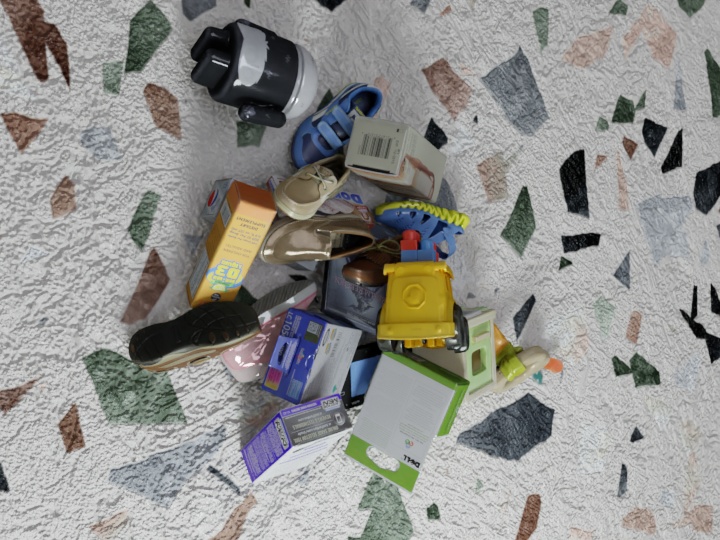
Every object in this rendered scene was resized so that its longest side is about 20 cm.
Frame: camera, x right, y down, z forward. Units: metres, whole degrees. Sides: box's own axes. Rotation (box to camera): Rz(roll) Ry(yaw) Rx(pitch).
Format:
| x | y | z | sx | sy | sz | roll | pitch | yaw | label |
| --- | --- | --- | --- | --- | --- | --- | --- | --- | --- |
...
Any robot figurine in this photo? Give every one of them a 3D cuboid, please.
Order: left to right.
| x | y | z | sx | sy | sz | roll | pitch | yaw | label |
| --- | --- | --- | --- | --- | --- | --- | --- | --- | --- |
| -0.161 | -0.305 | 1.417 | 0.198 | 0.124 | 0.152 | 11 | 98 | -33 | robot figurine |

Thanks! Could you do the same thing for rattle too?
| x | y | z | sx | sy | sz | roll | pitch | yaw | label |
| --- | --- | --- | --- | --- | --- | --- | --- | --- | --- |
| 0.300 | 0.158 | 1.801 | 0.199 | 0.143 | 0.131 | -13 | 133 | -46 | rattle |

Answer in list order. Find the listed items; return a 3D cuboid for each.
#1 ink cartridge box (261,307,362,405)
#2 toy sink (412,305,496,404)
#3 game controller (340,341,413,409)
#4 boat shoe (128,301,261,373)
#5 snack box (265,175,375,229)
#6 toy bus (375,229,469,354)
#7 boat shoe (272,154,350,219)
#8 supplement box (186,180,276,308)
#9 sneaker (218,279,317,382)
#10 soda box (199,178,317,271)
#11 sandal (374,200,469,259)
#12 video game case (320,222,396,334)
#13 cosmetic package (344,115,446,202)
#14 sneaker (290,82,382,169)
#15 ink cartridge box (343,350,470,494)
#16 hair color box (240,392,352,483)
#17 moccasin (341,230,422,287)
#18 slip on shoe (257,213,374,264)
| x | y | z | sx | sy | sz | roll | pitch | yaw | label |
| --- | --- | --- | --- | --- | --- | --- | --- | --- | --- |
| -0.080 | 0.137 | 1.456 | 0.138 | 0.075 | 0.200 | -70 | 161 | 0 | ink cartridge box |
| 0.170 | 0.122 | 1.641 | 0.130 | 0.111 | 0.203 | -13 | 101 | -56 | toy sink |
| 0.024 | 0.178 | 1.616 | 0.198 | 0.042 | 0.106 | -12 | 100 | -31 | game controller |
| -0.248 | 0.104 | 1.392 | 0.197 | 0.074 | 0.076 | -14 | 60 | -3 | boat shoe |
| -0.063 | -0.108 | 1.506 | 0.198 | 0.024 | 0.072 | 7 | 48 | -44 | snack box |
| 0.100 | 0.037 | 1.482 | 0.200 | 0.134 | 0.195 | 34 | 52 | -73 | toy bus |
| -0.072 | -0.138 | 1.442 | 0.072 | 0.065 | 0.200 | 43 | 30 | 5 | boat shoe |
| -0.197 | -0.030 | 1.390 | 0.066 | 0.069 | 0.201 | 15 | 119 | -27 | supplement box |
| -0.140 | 0.103 | 1.488 | 0.199 | 0.075 | 0.106 | -36 | 113 | -22 | sneaker |
| -0.153 | -0.070 | 1.472 | 0.199 | 0.063 | 0.069 | 29 | 76 | -31 | soda box |
| 0.111 | -0.073 | 1.633 | 0.198 | 0.079 | 0.088 | 11 | 86 | -31 | sandal |
| 0.000 | 0.000 | 1.555 | 0.142 | 0.019 | 0.203 | 24 | 55 | -32 | video game case |
| 0.062 | -0.181 | 1.527 | 0.200 | 0.102 | 0.089 | 19 | 84 | -65 | cosmetic package |
| -0.038 | -0.242 | 1.524 | 0.201 | 0.082 | 0.074 | -51 | 118 | -17 | sneaker |
| 0.076 | 0.251 | 1.562 | 0.076 | 0.146 | 0.202 | 9 | 105 | -65 | ink cartridge box |
| -0.104 | 0.266 | 1.447 | 0.108 | 0.200 | 0.066 | -12 | 70 | -32 | hair color box |
| 0.041 | -0.024 | 1.524 | 0.200 | 0.073 | 0.079 | -19 | 120 | -45 | moccasin |
| -0.067 | -0.044 | 1.445 | 0.198 | 0.061 | 0.077 | -8 | 124 | -37 | slip on shoe |
